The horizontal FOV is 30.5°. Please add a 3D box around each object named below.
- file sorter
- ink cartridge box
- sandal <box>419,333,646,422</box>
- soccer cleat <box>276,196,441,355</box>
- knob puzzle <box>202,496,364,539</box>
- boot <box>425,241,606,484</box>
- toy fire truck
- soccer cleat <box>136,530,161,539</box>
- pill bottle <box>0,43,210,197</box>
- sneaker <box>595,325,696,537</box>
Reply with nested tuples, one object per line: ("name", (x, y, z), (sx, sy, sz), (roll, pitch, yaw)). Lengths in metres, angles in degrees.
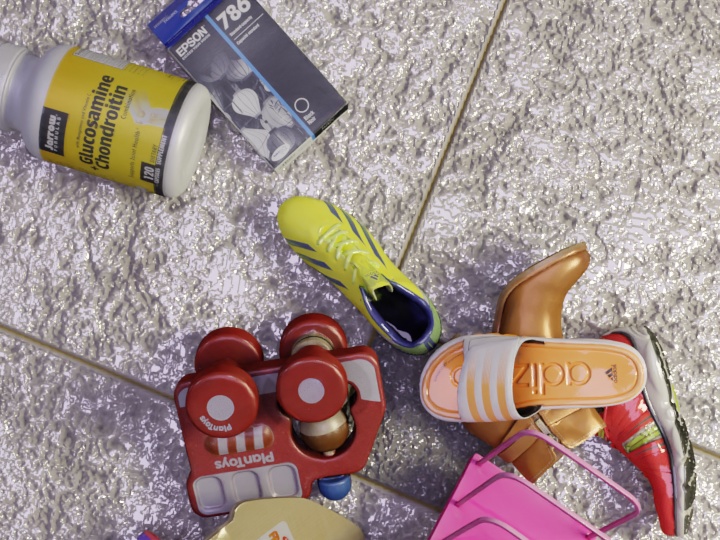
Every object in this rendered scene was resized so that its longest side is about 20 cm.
("file sorter", (0.133, 0.259, 1.135), (0.139, 0.126, 0.200), (34, 59, -2))
("ink cartridge box", (-0.112, -0.200, 1.282), (0.099, 0.039, 0.200), (-43, 86, -1))
("sandal", (0.148, 0.092, 1.174), (0.205, 0.059, 0.080), (-6, 88, 15))
("soccer cleat", (0.001, 0.000, 1.244), (0.200, 0.084, 0.065), (45, 89, 4))
("knob puzzle", (-0.077, 0.297, 1.222), (0.218, 0.030, 0.221), (1, 88, -35))
("boot", (0.175, 0.085, 1.227), (0.200, 0.077, 0.155), (-43, 76, 4))
("toy fire truck", (-0.074, 0.143, 1.238), (0.198, 0.112, 0.169), (-9, 110, 1))
("soccer cleat", (-0.159, 0.337, 1.236), (0.076, 0.067, 0.201), (-36, 91, -16))
("pill bottle", (-0.249, -0.147, 1.245), (0.199, 0.112, 0.113), (16, 87, 2))
("sneaker", (0.263, 0.154, 1.246), (0.084, 0.077, 0.201), (-16, 81, 20))
